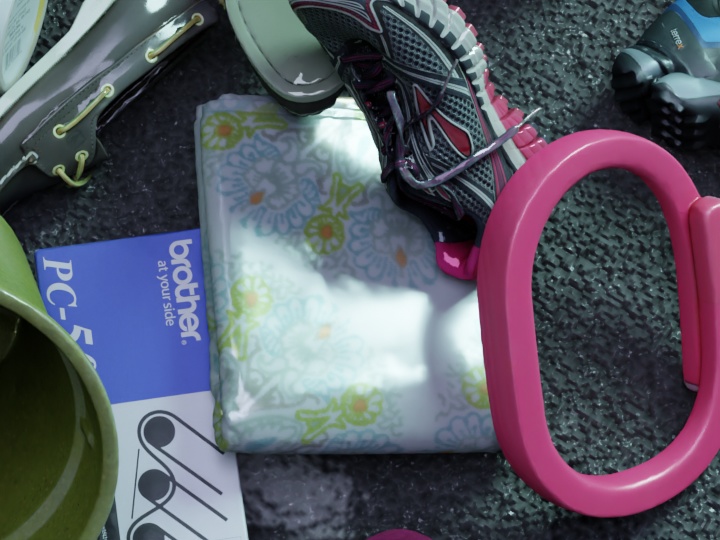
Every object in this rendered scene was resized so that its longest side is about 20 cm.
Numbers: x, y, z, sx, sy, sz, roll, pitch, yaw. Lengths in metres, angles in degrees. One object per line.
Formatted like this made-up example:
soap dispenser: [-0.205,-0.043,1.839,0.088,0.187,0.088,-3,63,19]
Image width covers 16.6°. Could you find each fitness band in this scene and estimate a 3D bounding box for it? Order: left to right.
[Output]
fitness band: [0.128,0.027,1.269,0.143,0.037,0.202,-15,107,-24]

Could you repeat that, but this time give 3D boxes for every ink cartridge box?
ink cartridge box: [-0.114,0.084,1.293,0.093,0.044,0.202,-7,72,-4]

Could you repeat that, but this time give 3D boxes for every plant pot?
plant pot: [-0.225,0.049,1.213,0.199,0.184,0.202,-4,117,-8]

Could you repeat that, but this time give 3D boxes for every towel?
towel: [0.000,0.000,1.302,0.170,0.048,0.202,0,69,-15]

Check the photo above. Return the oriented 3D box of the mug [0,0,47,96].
mug: [-0.243,-0.172,1.318,0.152,0.150,0.188,17,74,4]

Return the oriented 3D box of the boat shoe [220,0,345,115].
boat shoe: [-0.043,-0.158,1.326,0.071,0.061,0.202,-10,56,-8]

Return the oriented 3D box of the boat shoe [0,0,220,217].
boat shoe: [-0.157,-0.083,1.330,0.060,0.072,0.202,39,82,3]

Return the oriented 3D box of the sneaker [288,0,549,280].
sneaker: [0.030,-0.078,1.232,0.200,0.080,0.075,48,64,-31]

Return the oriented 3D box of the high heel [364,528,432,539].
high heel: [-0.043,0.196,1.231,0.199,0.096,0.068,-27,75,-8]

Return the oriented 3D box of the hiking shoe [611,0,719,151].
hiking shoe: [0.235,-0.083,1.330,0.199,0.074,0.087,36,77,10]
